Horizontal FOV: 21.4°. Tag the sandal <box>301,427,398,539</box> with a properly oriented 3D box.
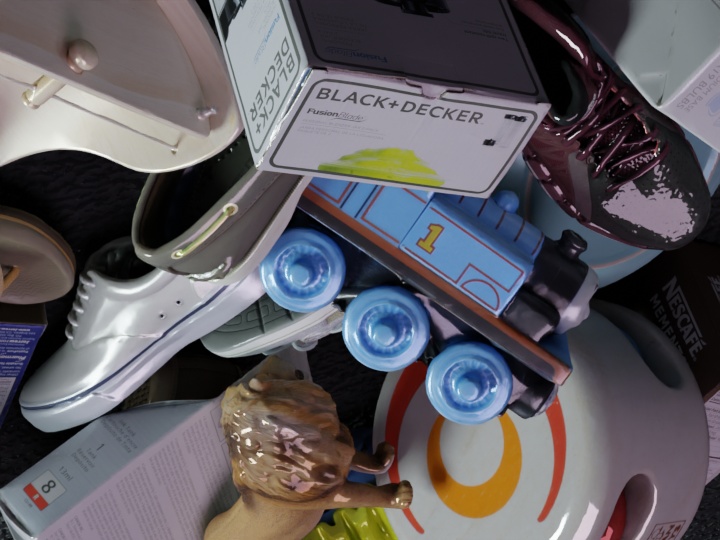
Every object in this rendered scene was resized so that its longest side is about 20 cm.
[{"bbox_3d":[-0.032,0.169,1.271,0.199,0.087,0.080,-25,128,-9],"label":"sandal"}]

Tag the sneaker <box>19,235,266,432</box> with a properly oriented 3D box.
[{"bbox_3d":[-0.134,0.019,1.089,0.200,0.073,0.071,-36,113,25],"label":"sneaker"}]

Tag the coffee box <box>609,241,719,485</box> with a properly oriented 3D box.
[{"bbox_3d":[0.189,0.086,1.258,0.080,0.115,0.200,13,132,-34],"label":"coffee box"}]

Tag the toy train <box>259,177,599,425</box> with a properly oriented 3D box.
[{"bbox_3d":[0.035,-0.005,1.006,0.200,0.087,0.114,34,106,-5],"label":"toy train"}]

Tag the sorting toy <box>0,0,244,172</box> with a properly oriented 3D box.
[{"bbox_3d":[-0.189,-0.097,0.888,0.180,0.107,0.200,-27,151,30],"label":"sorting toy"}]

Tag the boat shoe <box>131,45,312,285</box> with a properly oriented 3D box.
[{"bbox_3d":[-0.045,-0.083,0.937,0.060,0.072,0.202,10,114,-56],"label":"boat shoe"}]

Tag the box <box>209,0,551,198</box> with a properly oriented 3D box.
[{"bbox_3d":[-0.006,-0.129,0.829,0.116,0.200,0.060,5,138,-29],"label":"box"}]

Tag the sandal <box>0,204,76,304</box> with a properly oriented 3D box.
[{"bbox_3d":[-0.217,-0.009,0.989,0.080,0.054,0.200,-8,162,16],"label":"sandal"}]

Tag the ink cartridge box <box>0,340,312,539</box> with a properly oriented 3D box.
[{"bbox_3d":[-0.114,0.128,1.160,0.200,0.050,0.162,-40,147,-21],"label":"ink cartridge box"}]

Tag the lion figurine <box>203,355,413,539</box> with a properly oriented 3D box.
[{"bbox_3d":[-0.050,0.142,1.138,0.122,0.073,0.200,9,126,-26],"label":"lion figurine"}]

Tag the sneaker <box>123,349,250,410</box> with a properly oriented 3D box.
[{"bbox_3d":[-0.122,0.129,1.214,0.075,0.071,0.200,7,136,-19],"label":"sneaker"}]

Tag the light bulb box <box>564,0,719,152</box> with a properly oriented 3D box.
[{"bbox_3d":[0.240,-0.145,0.951,0.200,0.125,0.198,25,115,-42],"label":"light bulb box"}]

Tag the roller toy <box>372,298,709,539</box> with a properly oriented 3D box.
[{"bbox_3d":[0.113,0.109,1.166,0.182,0.201,0.140,-11,170,41],"label":"roller toy"}]

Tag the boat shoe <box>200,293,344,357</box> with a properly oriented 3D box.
[{"bbox_3d":[0.000,-0.002,1.103,0.202,0.075,0.065,-31,138,5],"label":"boat shoe"}]

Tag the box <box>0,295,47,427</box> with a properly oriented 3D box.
[{"bbox_3d":[-0.271,0.081,1.127,0.121,0.032,0.200,5,136,-27],"label":"box"}]

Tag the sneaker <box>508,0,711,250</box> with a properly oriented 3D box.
[{"bbox_3d":[0.111,-0.072,0.956,0.076,0.116,0.200,-44,106,8],"label":"sneaker"}]

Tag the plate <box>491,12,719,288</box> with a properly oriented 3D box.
[{"bbox_3d":[0.143,-0.063,1.069,0.200,0.026,0.201,-18,132,-22],"label":"plate"}]
